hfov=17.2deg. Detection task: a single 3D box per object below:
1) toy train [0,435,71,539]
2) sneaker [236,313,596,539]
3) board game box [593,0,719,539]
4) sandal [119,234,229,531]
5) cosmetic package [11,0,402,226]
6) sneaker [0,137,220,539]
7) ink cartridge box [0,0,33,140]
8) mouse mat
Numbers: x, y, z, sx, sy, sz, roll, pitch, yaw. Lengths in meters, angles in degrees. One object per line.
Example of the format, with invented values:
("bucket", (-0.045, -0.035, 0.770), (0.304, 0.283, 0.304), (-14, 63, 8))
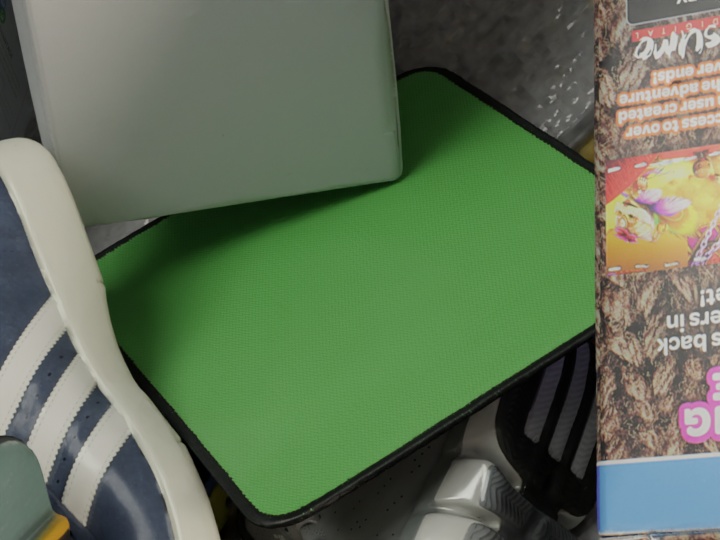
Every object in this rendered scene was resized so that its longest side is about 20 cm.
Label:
("toy train", (-0.167, 0.102, 0.703), (0.200, 0.114, 0.085), (0, 24, 27))
("sneaker", (0.000, 0.105, 0.727), (0.115, 0.075, 0.200), (-3, 52, 43))
("board game box", (0.147, -0.032, 0.568), (0.159, 0.097, 0.200), (-7, 75, 32))
("sandal", (-0.091, 0.074, 0.801), (0.079, 0.087, 0.200), (-6, 58, 38))
("cosmetic package", (-0.065, -0.157, 0.802), (0.123, 0.200, 0.200), (-10, 40, -4))
("sneaker", (-0.104, 0.058, 0.735), (0.084, 0.075, 0.200), (-20, 68, -18))
("ink cartridge box", (-0.167, -0.097, 0.921), (0.059, 0.104, 0.200), (0, 50, 16))
("mouse mat", (0.000, 0.000, 0.764), (0.161, 0.008, 0.200), (-31, 32, -11))
